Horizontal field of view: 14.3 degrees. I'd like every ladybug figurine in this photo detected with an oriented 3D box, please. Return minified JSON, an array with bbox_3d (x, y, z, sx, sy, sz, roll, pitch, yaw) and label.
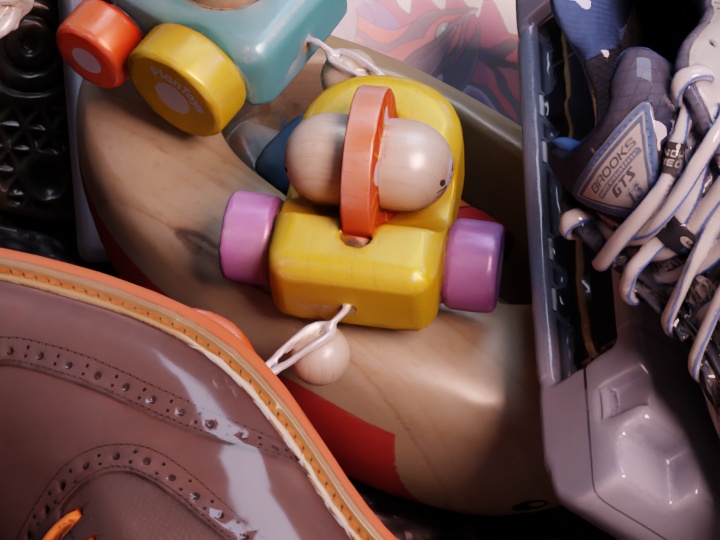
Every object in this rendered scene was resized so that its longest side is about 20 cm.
[{"bbox_3d":[0.000,0.000,0.779,0.200,0.072,0.136,38,37,27],"label":"ladybug figurine"}]

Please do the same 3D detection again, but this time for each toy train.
[{"bbox_3d":[-0.048,-0.029,0.702,0.150,0.056,0.200,-15,58,-7],"label":"toy train"}]

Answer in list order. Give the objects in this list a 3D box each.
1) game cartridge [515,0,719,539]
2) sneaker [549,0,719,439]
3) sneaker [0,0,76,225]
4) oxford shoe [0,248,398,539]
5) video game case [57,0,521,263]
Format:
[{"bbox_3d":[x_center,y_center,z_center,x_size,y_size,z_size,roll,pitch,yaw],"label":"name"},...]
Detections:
[{"bbox_3d":[0.098,0.005,0.736,0.133,0.041,0.200,29,41,-29],"label":"game cartridge"},{"bbox_3d":[0.082,-0.006,0.639,0.085,0.077,0.200,22,36,-31],"label":"sneaker"},{"bbox_3d":[-0.071,-0.045,0.898,0.200,0.070,0.076,17,2,-13],"label":"sneaker"},{"bbox_3d":[-0.041,0.061,0.594,0.200,0.071,0.073,34,30,21],"label":"oxford shoe"},{"bbox_3d":[0.008,-0.100,0.860,0.200,0.182,0.023,-5,-2,-11],"label":"video game case"}]
